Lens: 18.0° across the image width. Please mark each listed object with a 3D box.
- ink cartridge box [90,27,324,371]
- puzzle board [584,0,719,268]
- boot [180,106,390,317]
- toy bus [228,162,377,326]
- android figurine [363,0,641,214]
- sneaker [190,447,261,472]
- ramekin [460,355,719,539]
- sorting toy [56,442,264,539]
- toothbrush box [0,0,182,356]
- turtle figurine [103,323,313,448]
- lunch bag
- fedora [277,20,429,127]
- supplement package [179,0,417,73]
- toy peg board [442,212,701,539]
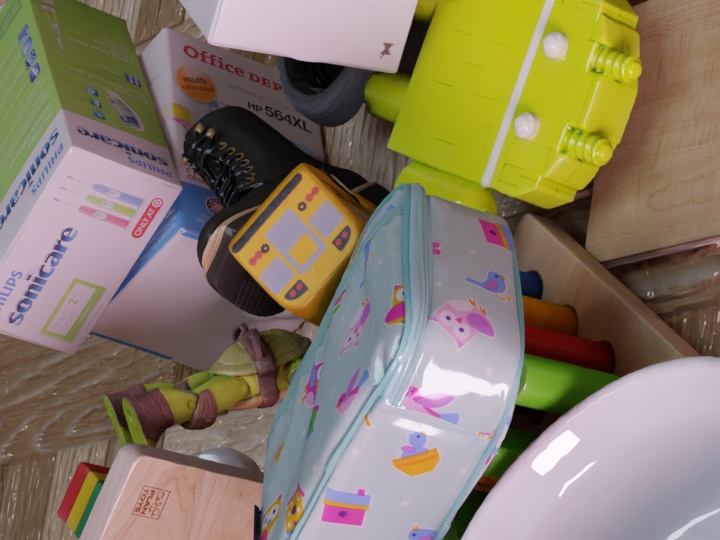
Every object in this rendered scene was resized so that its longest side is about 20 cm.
[{"bbox_3d":[-0.107,-0.054,1.520,0.125,0.128,0.201,-43,42,38],"label":"ink cartridge box"},{"bbox_3d":[0.194,-0.086,1.174,0.199,0.017,0.152,-15,61,54],"label":"puzzle board"},{"bbox_3d":[-0.076,-0.044,1.359,0.138,0.200,0.078,35,107,19],"label":"boot"},{"bbox_3d":[0.000,0.000,1.276,0.065,0.200,0.078,-49,64,6],"label":"toy bus"},{"bbox_3d":[0.080,-0.107,1.256,0.200,0.041,0.183,27,98,50],"label":"android figurine"},{"bbox_3d":[-0.105,0.164,1.439,0.077,0.082,0.200,50,134,9],"label":"sneaker"},{"bbox_3d":[0.137,0.147,1.010,0.200,0.098,0.201,-36,29,23],"label":"ramekin"},{"bbox_3d":[-0.105,0.198,1.306,0.069,0.198,0.201,34,102,49],"label":"sorting toy"},{"bbox_3d":[-0.204,-0.069,1.475,0.146,0.086,0.201,-55,33,24],"label":"toothbrush box"},{"bbox_3d":[-0.064,0.068,1.342,0.200,0.160,0.065,30,135,63],"label":"turtle figurine"},{"bbox_3d":[0.010,0.066,1.134,0.161,0.077,0.201,-92,26,-53],"label":"lunch bag"},{"bbox_3d":[0.021,-0.182,1.422,0.177,0.090,0.201,52,129,57],"label":"fedora"},{"bbox_3d":[-0.047,-0.214,1.325,0.200,0.120,0.121,54,131,55],"label":"supplement package"},{"bbox_3d":[0.065,0.090,1.187,0.201,0.097,0.199,-66,31,16],"label":"toy peg board"}]
